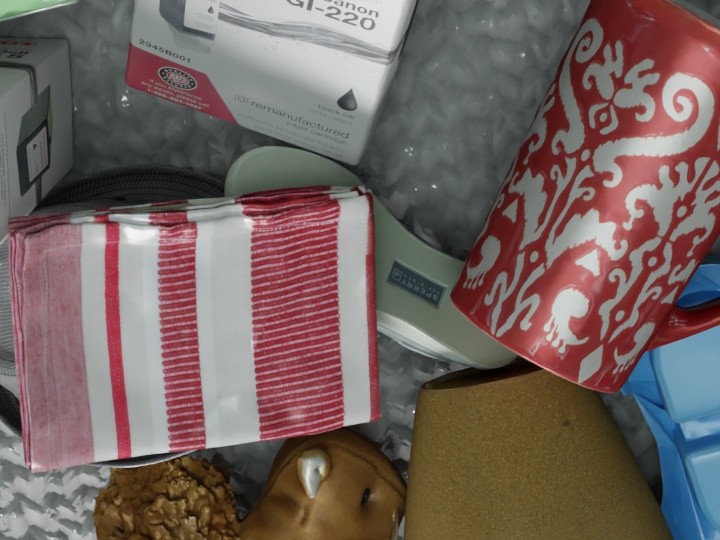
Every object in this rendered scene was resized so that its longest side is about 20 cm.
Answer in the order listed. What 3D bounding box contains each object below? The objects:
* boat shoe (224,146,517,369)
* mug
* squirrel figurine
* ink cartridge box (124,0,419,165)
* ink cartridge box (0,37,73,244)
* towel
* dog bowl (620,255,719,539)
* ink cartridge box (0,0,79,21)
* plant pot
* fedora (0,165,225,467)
[{"bbox_3d":[0.001,-0.001,1.274,0.200,0.071,0.070,32,72,-18],"label":"boat shoe"},{"bbox_3d":[0.157,-0.036,1.193,0.177,0.133,0.201,34,102,22],"label":"mug"},{"bbox_3d":[-0.066,0.172,1.324,0.199,0.142,0.188,18,104,-2],"label":"squirrel figurine"},{"bbox_3d":[-0.039,-0.157,1.172,0.145,0.085,0.200,19,149,0],"label":"ink cartridge box"},{"bbox_3d":[-0.250,-0.070,1.223,0.144,0.200,0.085,2,108,6],"label":"ink cartridge box"},{"bbox_3d":[-0.087,0.031,1.202,0.198,0.023,0.145,-7,113,-12],"label":"towel"},{"bbox_3d":[0.216,0.082,1.300,0.111,0.050,0.201,-17,107,12],"label":"dog bowl"},{"bbox_3d":[-0.222,-0.147,1.191,0.144,0.200,0.048,-13,106,11],"label":"ink cartridge box"},{"bbox_3d":[0.099,0.155,1.288,0.185,0.186,0.202,-11,93,11],"label":"plant pot"},{"bbox_3d":[-0.145,0.018,1.261,0.199,0.090,0.178,-1,78,18],"label":"fedora"}]
